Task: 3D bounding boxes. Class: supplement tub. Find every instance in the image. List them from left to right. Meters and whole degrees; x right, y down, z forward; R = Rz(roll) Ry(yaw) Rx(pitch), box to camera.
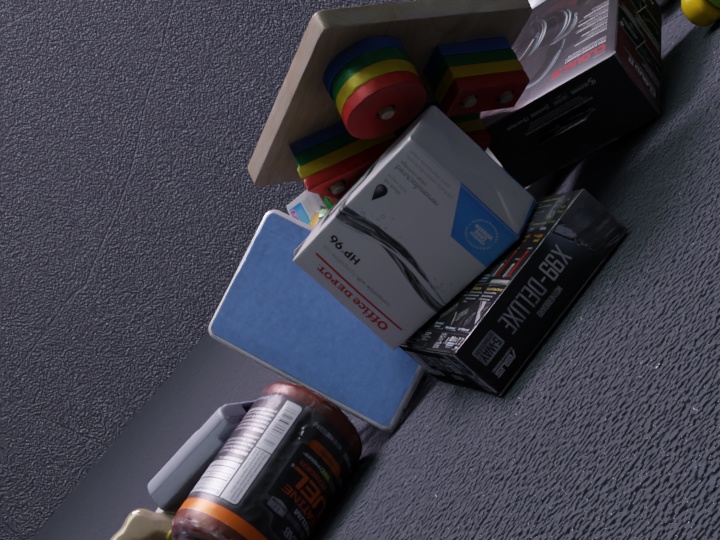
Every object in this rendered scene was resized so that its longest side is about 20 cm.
[{"bbox_3d":[-0.088,0.200,1.185,0.201,0.107,0.107,-55,9,-29],"label":"supplement tub"}]

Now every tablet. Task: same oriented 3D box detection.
[{"bbox_3d":[-0.028,0.042,1.238,0.131,0.199,0.014,-63,-20,-3],"label":"tablet"}]

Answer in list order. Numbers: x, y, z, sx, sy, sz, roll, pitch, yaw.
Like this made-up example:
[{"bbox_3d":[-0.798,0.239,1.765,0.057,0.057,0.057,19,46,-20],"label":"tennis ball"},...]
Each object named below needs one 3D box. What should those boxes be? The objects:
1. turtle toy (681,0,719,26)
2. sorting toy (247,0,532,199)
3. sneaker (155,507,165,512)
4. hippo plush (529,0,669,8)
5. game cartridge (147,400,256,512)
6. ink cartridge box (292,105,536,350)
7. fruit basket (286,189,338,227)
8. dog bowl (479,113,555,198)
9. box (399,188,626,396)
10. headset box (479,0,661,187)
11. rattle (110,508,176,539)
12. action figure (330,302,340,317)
[{"bbox_3d":[0.332,-0.318,1.231,0.146,0.101,0.201,-41,12,49],"label":"turtle toy"},{"bbox_3d":[0.031,-0.127,1.153,0.197,0.070,0.200,-11,-28,-28],"label":"sorting toy"},{"bbox_3d":[-0.153,0.224,1.524,0.200,0.077,0.111,-47,13,-6],"label":"sneaker"},{"bbox_3d":[0.238,-0.294,1.520,0.160,0.198,0.162,-110,34,-46],"label":"hippo plush"},{"bbox_3d":[-0.112,0.176,1.349,0.133,0.042,0.199,-43,-20,22],"label":"game cartridge"},{"bbox_3d":[0.030,-0.020,1.126,0.200,0.116,0.068,-45,8,35],"label":"ink cartridge box"},{"bbox_3d":[0.000,0.000,1.333,0.093,0.186,0.200,-38,4,-13],"label":"fruit basket"},{"bbox_3d":[0.102,-0.097,1.378,0.198,0.059,0.201,-21,32,14],"label":"dog bowl"},{"bbox_3d":[0.113,0.016,1.109,0.158,0.050,0.200,-51,8,-8],"label":"box"},{"bbox_3d":[0.190,-0.175,1.262,0.148,0.077,0.201,-28,27,31],"label":"headset box"},{"bbox_3d":[-0.189,0.330,1.299,0.143,0.129,0.202,119,162,-74],"label":"rattle"},{"bbox_3d":[-0.021,0.090,1.284,0.065,0.052,0.202,-2,-62,-45],"label":"action figure"}]
